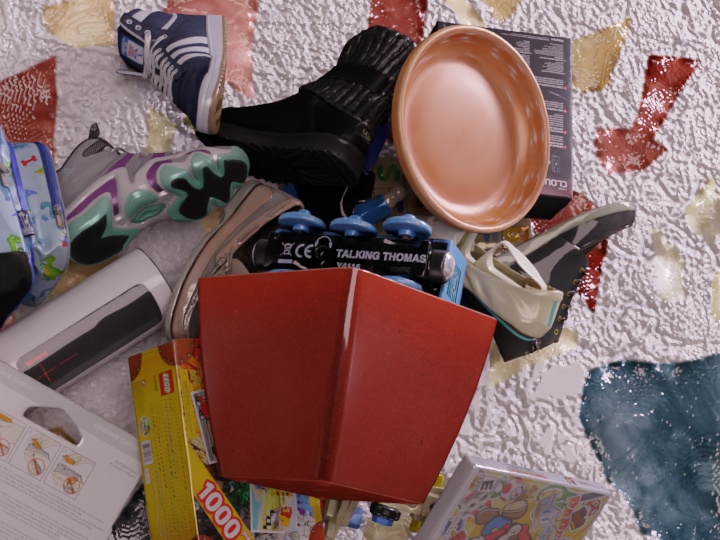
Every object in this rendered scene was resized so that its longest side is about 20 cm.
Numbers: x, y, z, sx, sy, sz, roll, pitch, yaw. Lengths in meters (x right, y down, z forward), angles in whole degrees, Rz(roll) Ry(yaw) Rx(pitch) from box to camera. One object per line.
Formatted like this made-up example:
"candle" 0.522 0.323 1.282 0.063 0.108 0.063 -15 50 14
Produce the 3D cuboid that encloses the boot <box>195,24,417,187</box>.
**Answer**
"boot" -0.048 -0.165 1.581 0.211 0.079 0.158 11 63 33

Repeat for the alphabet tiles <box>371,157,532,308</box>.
"alphabet tiles" 0.082 -0.037 1.656 0.200 0.006 0.167 -1 77 -13

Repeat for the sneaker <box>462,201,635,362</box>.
"sneaker" 0.206 0.010 1.638 0.200 0.075 0.106 -27 88 -7

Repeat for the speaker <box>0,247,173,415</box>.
"speaker" -0.274 0.063 1.515 0.200 0.081 0.081 -33 86 -18

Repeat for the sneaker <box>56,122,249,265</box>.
"sneaker" -0.219 -0.100 1.554 0.200 0.078 0.140 -23 51 -16

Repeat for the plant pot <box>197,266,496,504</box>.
"plant pot" -0.023 0.110 1.426 0.200 0.200 0.177 21 73 -44

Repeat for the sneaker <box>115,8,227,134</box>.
"sneaker" -0.185 -0.195 1.558 0.108 0.070 0.200 6 32 -8

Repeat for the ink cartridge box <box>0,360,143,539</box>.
"ink cartridge box" -0.313 0.190 1.461 0.200 0.044 0.174 33 78 -20

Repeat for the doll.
"doll" -0.017 -0.091 1.618 0.136 0.048 0.200 13 76 14

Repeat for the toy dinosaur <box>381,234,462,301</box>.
"toy dinosaur" 0.038 0.067 1.583 0.135 0.102 0.200 -6 99 2

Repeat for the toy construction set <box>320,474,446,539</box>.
"toy construction set" 0.052 0.222 1.531 0.200 0.131 0.092 3 90 -8

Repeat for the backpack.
"backpack" -0.355 -0.053 1.473 0.147 0.183 0.200 -10 73 -28

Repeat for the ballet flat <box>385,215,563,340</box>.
"ballet flat" 0.113 -0.012 1.561 0.200 0.070 0.069 37 71 20

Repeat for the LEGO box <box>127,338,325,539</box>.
"LEGO box" -0.124 0.167 1.496 0.149 0.077 0.200 1 76 -42

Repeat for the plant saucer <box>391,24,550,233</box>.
"plant saucer" 0.101 -0.134 1.542 0.200 0.037 0.201 6 80 -40

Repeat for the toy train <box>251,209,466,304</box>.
"toy train" 0.000 0.000 1.511 0.200 0.114 0.087 3 69 21

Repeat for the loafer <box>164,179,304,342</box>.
"loafer" -0.119 -0.007 1.544 0.063 0.072 0.200 13 53 20

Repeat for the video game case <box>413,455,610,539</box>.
"video game case" 0.119 0.269 1.492 0.182 0.023 0.200 16 110 -37

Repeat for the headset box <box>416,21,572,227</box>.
"headset box" 0.137 -0.143 1.651 0.148 0.075 0.200 5 72 -11
